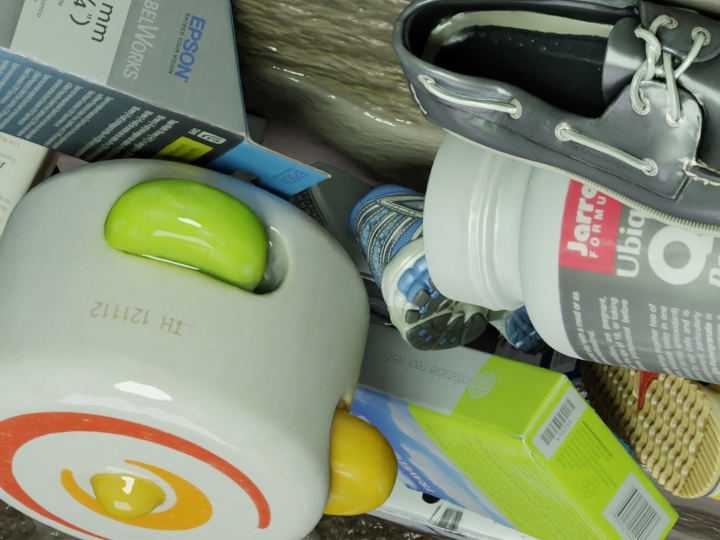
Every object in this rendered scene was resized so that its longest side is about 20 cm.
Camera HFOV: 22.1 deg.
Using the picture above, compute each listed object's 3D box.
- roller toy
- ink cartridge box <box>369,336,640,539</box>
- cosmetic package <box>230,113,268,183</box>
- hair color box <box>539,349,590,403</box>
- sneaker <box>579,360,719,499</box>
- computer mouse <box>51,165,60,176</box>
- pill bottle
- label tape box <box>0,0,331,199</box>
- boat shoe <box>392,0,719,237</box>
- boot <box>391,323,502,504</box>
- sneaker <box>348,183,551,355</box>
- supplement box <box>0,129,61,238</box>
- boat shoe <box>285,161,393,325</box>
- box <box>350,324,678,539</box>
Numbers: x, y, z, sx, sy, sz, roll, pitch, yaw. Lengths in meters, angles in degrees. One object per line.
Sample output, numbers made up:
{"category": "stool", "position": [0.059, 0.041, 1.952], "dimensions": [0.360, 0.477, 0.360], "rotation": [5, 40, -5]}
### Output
{"category": "roller toy", "position": [-0.093, 0.053, 0.863], "dimensions": [0.182, 0.140, 0.200], "rotation": [-10, 142, 33]}
{"category": "ink cartridge box", "position": [0.087, 0.110, 1.238], "dimensions": [0.199, 0.147, 0.086], "rotation": [14, 169, 17]}
{"category": "cosmetic package", "position": [-0.109, -0.026, 1.028], "dimensions": [0.074, 0.102, 0.200], "rotation": [17, 166, -6]}
{"category": "hair color box", "position": [0.216, 0.076, 1.117], "dimensions": [0.199, 0.061, 0.100], "rotation": [19, 168, -10]}
{"category": "sneaker", "position": [0.182, 0.065, 0.972], "dimensions": [0.090, 0.075, 0.200], "rotation": [9, -157, -16]}
{"category": "computer mouse", "position": [-0.240, -0.040, 1.077], "dimensions": [0.138, 0.053, 0.200], "rotation": [36, -146, 12]}
{"category": "pill bottle", "position": [0.131, -0.013, 0.730], "dimensions": [0.199, 0.111, 0.111], "rotation": [10, 165, 27]}
{"category": "label tape box", "position": [-0.118, -0.093, 0.835], "dimensions": [0.199, 0.064, 0.144], "rotation": [19, 168, -18]}
{"category": "boat shoe", "position": [0.099, -0.062, 0.660], "dimensions": [0.199, 0.073, 0.063], "rotation": [16, 171, 30]}
{"category": "boot", "position": [0.004, 0.045, 1.092], "dimensions": [0.199, 0.139, 0.077], "rotation": [27, 165, -33]}
{"category": "sneaker", "position": [0.066, -0.013, 0.934], "dimensions": [0.085, 0.077, 0.200], "rotation": [50, -158, 26]}
{"category": "supplement box", "position": [-0.214, -0.022, 0.943], "dimensions": [0.073, 0.201, 0.126], "rotation": [26, 167, -7]}
{"category": "boat shoe", "position": [0.000, 0.000, 0.977], "dimensions": [0.066, 0.070, 0.200], "rotation": [-31, 158, 18]}
{"category": "box", "position": [0.065, 0.091, 0.996], "dimensions": [0.200, 0.048, 0.122], "rotation": [14, 150, 54]}
